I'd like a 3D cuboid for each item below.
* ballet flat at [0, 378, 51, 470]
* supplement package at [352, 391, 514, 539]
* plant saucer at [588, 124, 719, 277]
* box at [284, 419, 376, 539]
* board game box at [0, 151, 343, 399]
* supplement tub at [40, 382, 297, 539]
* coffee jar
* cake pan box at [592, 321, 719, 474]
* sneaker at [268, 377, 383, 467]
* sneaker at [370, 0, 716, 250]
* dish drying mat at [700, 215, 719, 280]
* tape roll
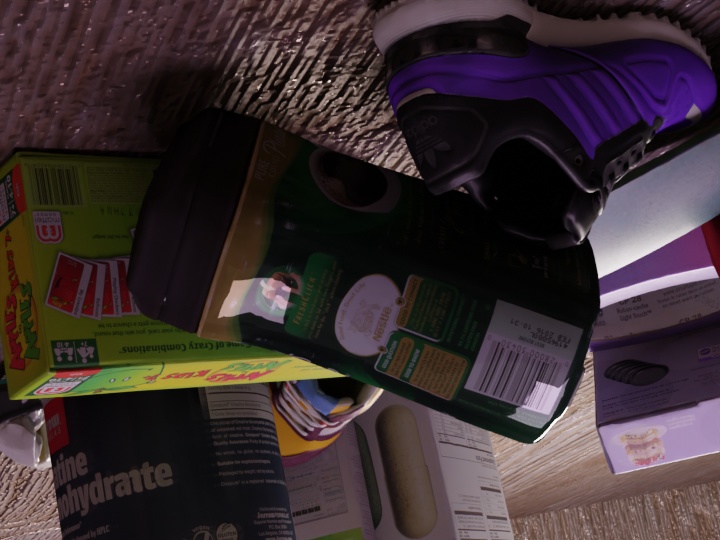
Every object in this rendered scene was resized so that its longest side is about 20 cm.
[{"bbox_3d":[-0.204,0.095,1.034,0.197,0.069,0.068,-15,165,11],"label":"ballet flat"},{"bbox_3d":[0.010,0.144,1.126,0.150,0.203,0.150,-18,164,18],"label":"supplement package"},{"bbox_3d":[0.142,-0.031,0.786,0.199,0.039,0.201,-29,179,0],"label":"plant saucer"},{"bbox_3d":[-0.070,0.140,1.049,0.143,0.203,0.036,-16,161,15],"label":"box"},{"bbox_3d":[-0.076,0.001,0.736,0.198,0.103,0.047,-1,163,-36],"label":"board game box"},{"bbox_3d":[-0.116,0.114,0.916,0.138,0.203,0.141,-11,165,-3],"label":"supplement tub"},{"bbox_3d":[0.000,0.000,0.664,0.198,0.105,0.086,19,117,-6],"label":"coffee jar"},{"bbox_3d":[0.266,0.055,1.098,0.198,0.053,0.185,-16,-151,14],"label":"cake pan box"},{"bbox_3d":[-0.027,0.067,0.944,0.201,0.075,0.090,-55,179,35],"label":"sneaker"},{"bbox_3d":[0.087,-0.057,0.655,0.198,0.101,0.069,1,162,-42],"label":"sneaker"},{"bbox_3d":[0.221,-0.024,0.817,0.076,0.018,0.200,8,-159,3],"label":"dish drying mat"},{"bbox_3d":[0.192,-0.003,1.004,0.197,0.067,0.200,-11,166,-3],"label":"tape roll"}]
